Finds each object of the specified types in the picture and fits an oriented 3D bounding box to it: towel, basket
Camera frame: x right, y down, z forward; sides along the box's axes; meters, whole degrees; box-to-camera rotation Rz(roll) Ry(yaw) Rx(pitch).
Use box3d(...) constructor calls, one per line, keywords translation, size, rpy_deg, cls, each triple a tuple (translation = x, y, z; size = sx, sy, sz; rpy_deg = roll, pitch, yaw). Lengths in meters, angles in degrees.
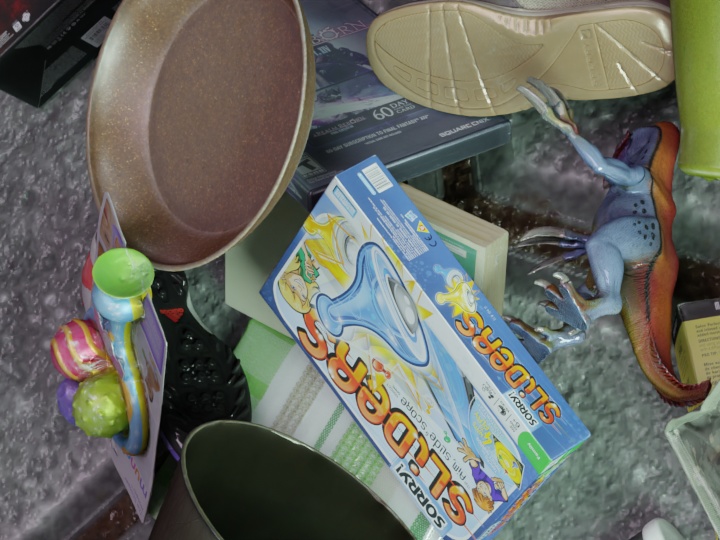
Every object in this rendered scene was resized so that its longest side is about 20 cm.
box3d(translation=(-0.029, 0.134, 1.620), size=(0.200, 0.031, 0.149), rpy_deg=(33, 91, 34), cls="towel")
box3d(translation=(-0.073, 0.216, 1.527), size=(0.180, 0.136, 0.200), rpy_deg=(41, 120, 12), cls="basket")

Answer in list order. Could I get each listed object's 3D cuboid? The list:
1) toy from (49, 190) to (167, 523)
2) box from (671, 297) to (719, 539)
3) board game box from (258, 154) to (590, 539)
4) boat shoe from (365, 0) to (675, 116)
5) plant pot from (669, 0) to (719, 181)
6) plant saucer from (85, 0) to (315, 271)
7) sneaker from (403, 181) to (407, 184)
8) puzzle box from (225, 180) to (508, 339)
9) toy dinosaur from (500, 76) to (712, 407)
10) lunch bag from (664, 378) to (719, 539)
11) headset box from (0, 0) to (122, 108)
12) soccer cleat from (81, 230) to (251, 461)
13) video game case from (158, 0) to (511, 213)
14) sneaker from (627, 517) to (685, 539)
box3d(translation=(-0.158, 0.059, 1.600), size=(0.047, 0.200, 0.115), rpy_deg=(-12, 57, -21), cls="toy")
box3d(translation=(0.226, 0.111, 1.454), size=(0.075, 0.050, 0.201), rpy_deg=(-10, 68, -3), cls="box")
box3d(translation=(0.033, 0.051, 1.506), size=(0.200, 0.034, 0.135), rpy_deg=(52, 145, 13), cls="board game box")
box3d(translation=(0.102, -0.136, 1.565), size=(0.199, 0.065, 0.072), rpy_deg=(-2, 113, 26), cls="boat shoe")
box3d(translation=(0.251, -0.138, 1.458), size=(0.200, 0.200, 0.194), rpy_deg=(11, 92, 31), cls="plant pot")
box3d(translation=(-0.087, -0.097, 1.557), size=(0.200, 0.037, 0.201), rpy_deg=(-11, 75, 46), cls="plant saucer")
box3d(translation=(-0.047, -0.103, 1.674), size=(0.200, 0.077, 0.089), rpy_deg=(24, 76, 29), cls="sneaker")
box3d(translation=(0.000, 0.000, 1.592), size=(0.200, 0.025, 0.133), rpy_deg=(27, 131, 30), cls="puzzle box")
box3d(translation=(0.151, -0.013, 1.501), size=(0.200, 0.105, 0.181), rpy_deg=(38, 53, 16), cls="toy dinosaur")
box3d(translation=(0.277, 0.127, 1.360), size=(0.164, 0.118, 0.201), rpy_deg=(-19, 75, -22), cls="lunch bag")
box3d(translation=(-0.231, -0.236, 1.807), size=(0.149, 0.075, 0.200), rpy_deg=(-40, 61, 14), cls="headset box")
box3d(translation=(-0.125, 0.059, 1.663), size=(0.200, 0.068, 0.073), rpy_deg=(61, 141, 35), cls="soccer cleat")
box3d(translation=(-0.023, -0.110, 1.613), size=(0.142, 0.019, 0.200), rpy_deg=(-21, 42, -26), cls="video game case")
box3d(translation=(0.166, 0.244, 1.454), size=(0.099, 0.071, 0.200), rpy_deg=(-34, 56, 19), cls="sneaker")
